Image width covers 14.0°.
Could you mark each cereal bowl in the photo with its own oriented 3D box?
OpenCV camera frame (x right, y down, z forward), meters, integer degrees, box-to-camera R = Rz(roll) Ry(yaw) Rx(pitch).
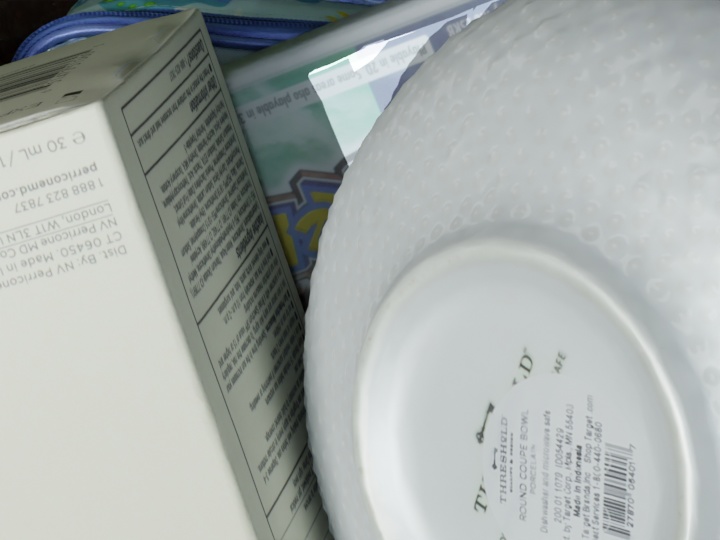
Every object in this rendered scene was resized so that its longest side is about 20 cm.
[{"bbox_3d":[0.058,0.032,0.637,0.199,0.083,0.201,11,106,42],"label":"cereal bowl"}]

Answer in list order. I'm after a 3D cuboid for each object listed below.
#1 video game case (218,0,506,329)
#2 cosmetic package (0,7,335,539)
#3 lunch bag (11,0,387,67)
[{"bbox_3d":[-0.005,0.034,0.750,0.199,0.023,0.183,-20,103,12],"label":"video game case"},{"bbox_3d":[-0.048,0.049,0.696,0.071,0.105,0.201,-15,102,14],"label":"cosmetic package"},{"bbox_3d":[0.000,0.000,0.795,0.199,0.082,0.162,6,106,6],"label":"lunch bag"}]
